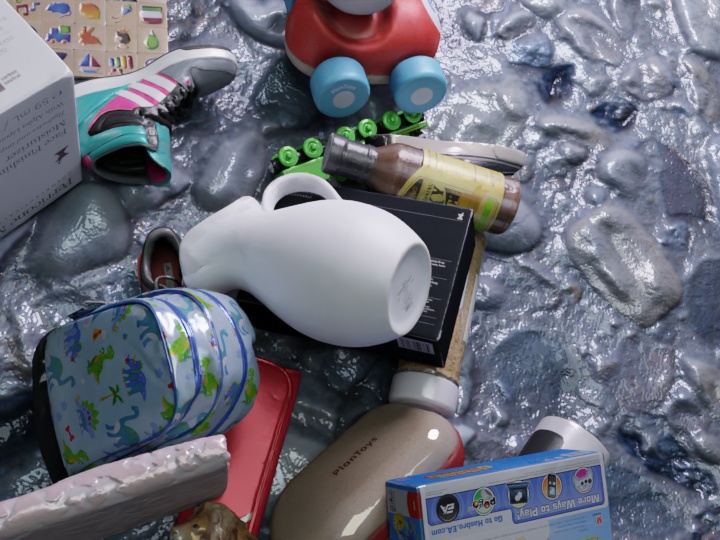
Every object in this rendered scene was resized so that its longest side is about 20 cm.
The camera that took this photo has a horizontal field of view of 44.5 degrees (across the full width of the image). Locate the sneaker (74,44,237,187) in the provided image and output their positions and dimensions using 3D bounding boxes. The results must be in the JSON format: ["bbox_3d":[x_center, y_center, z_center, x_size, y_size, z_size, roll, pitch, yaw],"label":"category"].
[{"bbox_3d":[-0.203,-0.150,0.896,0.199,0.084,0.121,-22,71,-13],"label":"sneaker"}]

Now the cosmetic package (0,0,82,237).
[{"bbox_3d":[-0.368,-0.136,0.785,0.165,0.200,0.165,46,65,6],"label":"cosmetic package"}]

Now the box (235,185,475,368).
[{"bbox_3d":[0.000,0.000,0.859,0.199,0.079,0.142,11,67,15],"label":"box"}]

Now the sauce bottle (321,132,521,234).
[{"bbox_3d":[0.060,-0.090,0.883,0.199,0.065,0.065,15,66,-9],"label":"sauce bottle"}]

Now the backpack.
[{"bbox_3d":[-0.180,0.092,0.735,0.199,0.154,0.164,-16,73,12],"label":"backpack"}]

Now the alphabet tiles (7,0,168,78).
[{"bbox_3d":[-0.314,-0.283,0.964,0.199,0.008,0.168,-1,70,-15],"label":"alphabet tiles"}]

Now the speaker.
[{"bbox_3d":[0.158,0.241,0.842,0.081,0.081,0.200,39,66,3],"label":"speaker"}]

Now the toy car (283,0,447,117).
[{"bbox_3d":[0.015,-0.298,0.928,0.176,0.200,0.185,-5,56,-16],"label":"toy car"}]

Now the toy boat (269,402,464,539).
[{"bbox_3d":[0.017,0.225,0.804,0.200,0.130,0.131,-38,111,-24],"label":"toy boat"}]

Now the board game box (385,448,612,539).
[{"bbox_3d":[0.126,0.264,0.743,0.199,0.056,0.197,-2,84,-29],"label":"board game box"}]

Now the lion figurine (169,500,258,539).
[{"bbox_3d":[-0.079,0.266,0.716,0.199,0.072,0.123,6,67,31],"label":"lion figurine"}]

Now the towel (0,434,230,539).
[{"bbox_3d":[-0.202,0.186,0.699,0.199,0.191,0.032,-17,73,-15],"label":"towel"}]

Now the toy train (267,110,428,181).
[{"bbox_3d":[-0.007,-0.131,0.966,0.199,0.042,0.057,-22,90,-23],"label":"toy train"}]

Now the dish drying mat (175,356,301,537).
[{"bbox_3d":[-0.116,0.178,0.829,0.076,0.018,0.201,18,66,-6],"label":"dish drying mat"}]

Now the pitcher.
[{"bbox_3d":[-0.032,-0.022,0.778,0.199,0.122,0.172,14,50,28],"label":"pitcher"}]

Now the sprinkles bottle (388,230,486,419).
[{"bbox_3d":[0.081,0.049,0.903,0.068,0.068,0.201,18,65,-7],"label":"sprinkles bottle"}]

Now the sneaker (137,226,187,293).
[{"bbox_3d":[-0.171,0.050,0.825,0.077,0.082,0.201,-19,73,-13],"label":"sneaker"}]

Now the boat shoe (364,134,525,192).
[{"bbox_3d":[0.092,-0.096,0.971,0.199,0.075,0.093,1,97,-25],"label":"boat shoe"}]
